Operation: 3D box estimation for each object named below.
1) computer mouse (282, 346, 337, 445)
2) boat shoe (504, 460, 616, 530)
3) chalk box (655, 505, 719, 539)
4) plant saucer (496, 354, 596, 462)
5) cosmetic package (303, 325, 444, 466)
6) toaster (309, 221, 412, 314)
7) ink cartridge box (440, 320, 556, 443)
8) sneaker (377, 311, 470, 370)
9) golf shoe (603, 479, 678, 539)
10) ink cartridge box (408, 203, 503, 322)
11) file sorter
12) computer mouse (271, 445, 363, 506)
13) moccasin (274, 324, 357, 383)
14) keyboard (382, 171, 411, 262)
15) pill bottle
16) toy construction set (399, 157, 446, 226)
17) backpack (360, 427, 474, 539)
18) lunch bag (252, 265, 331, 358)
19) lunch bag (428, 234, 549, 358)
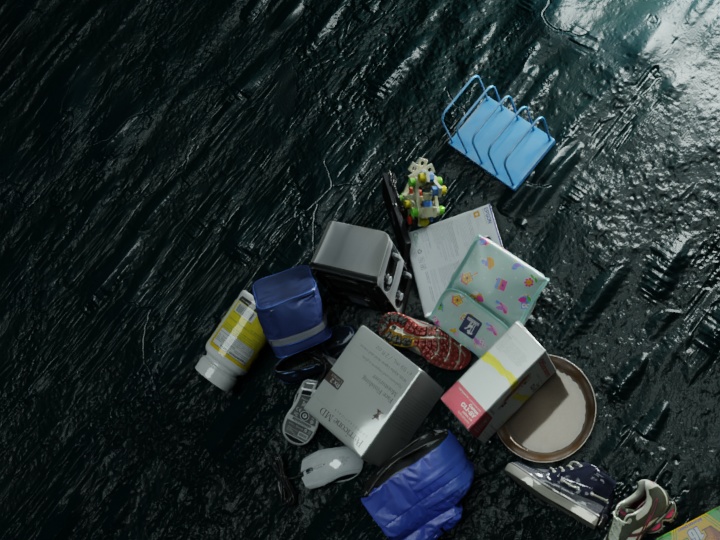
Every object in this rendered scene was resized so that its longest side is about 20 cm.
[{"bbox_3d":[-0.101,0.264,1.711,0.108,0.044,0.203,27,98,0],"label":"computer mouse"},{"bbox_3d":[0.365,0.377,1.488,0.197,0.075,0.094,28,75,21],"label":"boat shoe"},{"bbox_3d":[0.576,0.500,1.311,0.123,0.124,0.203,-31,61,9],"label":"chalk box"},{"bbox_3d":[0.346,0.261,1.559,0.196,0.032,0.205,-9,66,21],"label":"plant saucer"},{"bbox_3d":[0.029,0.252,1.619,0.164,0.165,0.202,33,84,30],"label":"cosmetic package"},{"bbox_3d":[0.000,0.000,1.728,0.196,0.181,0.121,12,68,27],"label":"toaster"},{"bbox_3d":[0.257,0.208,1.516,0.200,0.145,0.083,-45,61,0],"label":"ink cartridge box"},{"bbox_3d":[0.134,0.137,1.675,0.197,0.082,0.079,26,91,12],"label":"sneaker"},{"bbox_3d":[0.446,0.443,1.402,0.201,0.088,0.077,-51,27,-5],"label":"golf shoe"},{"bbox_3d":[0.206,-0.015,1.724,0.196,0.043,0.200,-18,64,12],"label":"ink cartridge box"},{"bbox_3d":[0.287,-0.298,1.756,0.139,0.123,0.199,-49,60,-1],"label":"file sorter"},{"bbox_3d":[-0.090,0.402,1.680,0.196,0.044,0.112,-21,62,14],"label":"computer mouse"},{"bbox_3d":[-0.093,0.182,1.755,0.198,0.068,0.081,-36,61,5],"label":"moccasin"},{"bbox_3d":[0.078,-0.130,1.769,0.020,0.128,0.203,-11,55,-8],"label":"keyboard"},{"bbox_3d":[-0.270,0.156,1.815,0.113,0.114,0.202,31,84,30],"label":"pill bottle"},{"bbox_3d":[0.125,-0.168,1.759,0.090,0.201,0.134,-2,111,-3],"label":"toy construction set"},{"bbox_3d":[0.121,0.400,1.530,0.199,0.163,0.169,-39,91,3],"label":"backpack"},{"bbox_3d":[-0.141,0.087,1.700,0.133,0.135,0.200,-18,20,-3],"label":"lunch bag"},{"bbox_3d":[0.245,0.059,1.595,0.169,0.122,0.202,34,94,10],"label":"lunch bag"}]
